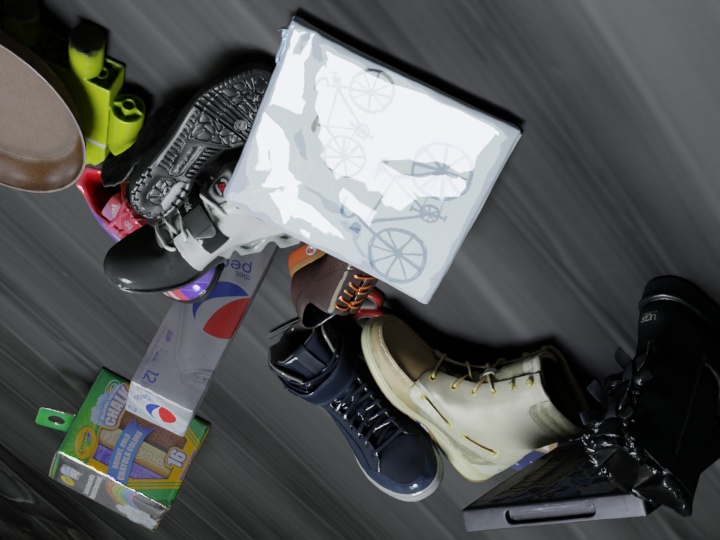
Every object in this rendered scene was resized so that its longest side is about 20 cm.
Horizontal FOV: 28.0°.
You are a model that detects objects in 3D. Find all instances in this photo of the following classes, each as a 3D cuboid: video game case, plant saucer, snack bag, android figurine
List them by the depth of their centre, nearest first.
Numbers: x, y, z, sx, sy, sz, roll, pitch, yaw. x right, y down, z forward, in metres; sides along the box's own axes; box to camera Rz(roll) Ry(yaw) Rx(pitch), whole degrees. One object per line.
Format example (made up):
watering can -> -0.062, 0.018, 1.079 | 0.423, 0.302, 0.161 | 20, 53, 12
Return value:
snack bag -> 0.002, -0.081, 1.129 | 0.198, 0.021, 0.190 | 25, 127, -1
plant saucer -> -0.319, -0.148, 1.245 | 0.198, 0.032, 0.201 | 18, 147, 12
android figurine -> -0.272, -0.157, 1.267 | 0.181, 0.041, 0.200 | 26, 149, -1
video game case -> 0.214, 0.181, 1.276 | 0.179, 0.199, 0.026 | -13, 94, 38

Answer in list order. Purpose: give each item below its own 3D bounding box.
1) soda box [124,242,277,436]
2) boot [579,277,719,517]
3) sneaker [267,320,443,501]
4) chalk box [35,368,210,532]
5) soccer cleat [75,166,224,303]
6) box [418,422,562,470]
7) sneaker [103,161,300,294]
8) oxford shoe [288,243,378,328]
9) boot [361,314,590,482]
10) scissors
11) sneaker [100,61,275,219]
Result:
soda box -> -0.143, 0.046, 1.324 | 0.063, 0.201, 0.068 | 26, 150, -1
boot -> 0.271, 0.119, 1.159 | 0.198, 0.164, 0.073 | 37, 149, -21
sneaker -> -0.010, 0.127, 1.379 | 0.202, 0.077, 0.146 | 48, 180, 38
chalk box -> -0.310, 0.216, 1.807 | 0.199, 0.125, 0.125 | 29, 152, -4
soccer cleat -> -0.193, -0.034, 1.297 | 0.073, 0.068, 0.200 | 33, -175, -44
box -> 0.140, 0.155, 1.453 | 0.198, 0.033, 0.122 | 15, 148, 17
sneaker -> -0.127, -0.049, 1.214 | 0.074, 0.198, 0.089 | 56, 161, 34
oxford shoe -> 0.000, 0.000, 1.250 | 0.070, 0.073, 0.200 | 8, 161, -25
boot -> 0.108, 0.099, 1.337 | 0.154, 0.072, 0.200 | -28, 109, 41
scissors -> -0.043, 0.043, 1.437 | 0.199, 0.014, 0.073 | -4, 141, 43
sneaker -> -0.142, -0.116, 1.196 | 0.060, 0.105, 0.200 | 37, 111, -26
